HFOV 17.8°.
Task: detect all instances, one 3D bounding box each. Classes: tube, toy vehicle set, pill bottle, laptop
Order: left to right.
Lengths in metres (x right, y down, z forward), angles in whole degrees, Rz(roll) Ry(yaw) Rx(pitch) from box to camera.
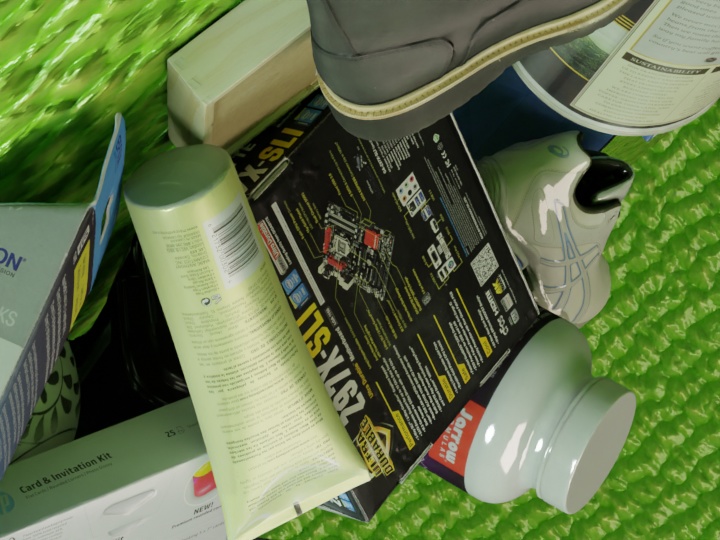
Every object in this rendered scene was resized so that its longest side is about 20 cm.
[{"bbox_3d":[-0.056,0.038,1.056,0.058,0.201,0.052,-3,-145,24],"label":"tube"},{"bbox_3d":[-0.003,-0.126,1.046,0.200,0.027,0.124,-39,173,-12],"label":"toy vehicle set"},{"bbox_3d":[0.033,-0.059,1.323,0.200,0.116,0.187,-35,172,-36],"label":"laptop"},{"bbox_3d":[0.052,0.057,1.304,0.113,0.199,0.113,-47,154,-32],"label":"pill bottle"}]

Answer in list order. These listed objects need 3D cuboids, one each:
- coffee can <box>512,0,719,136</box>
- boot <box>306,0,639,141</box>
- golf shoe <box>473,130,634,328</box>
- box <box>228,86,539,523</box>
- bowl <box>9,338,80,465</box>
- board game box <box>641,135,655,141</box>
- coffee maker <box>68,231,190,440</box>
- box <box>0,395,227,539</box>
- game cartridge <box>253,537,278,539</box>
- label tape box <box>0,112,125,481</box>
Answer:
[{"bbox_3d":[0.161,-0.170,1.146,0.146,0.147,0.200,-37,173,-22],"label":"coffee can"},{"bbox_3d":[0.059,-0.150,0.942,0.200,0.077,0.139,-41,152,-8],"label":"boot"},{"bbox_3d":[0.128,-0.024,1.360,0.097,0.079,0.200,-28,156,15],"label":"golf shoe"},{"bbox_3d":[0.000,0.000,1.155,0.049,0.201,0.160,15,-127,44],"label":"box"},{"bbox_3d":[-0.204,0.097,1.129,0.200,0.094,0.201,-39,173,-6],"label":"bowl"},{"bbox_3d":[0.189,-0.181,1.292,0.199,0.136,0.035,-36,169,-24],"label":"board game box"},{"bbox_3d":[-0.106,0.095,1.248,0.134,0.193,0.200,-13,156,-38],"label":"coffee maker"},{"bbox_3d":[-0.138,0.163,1.130,0.155,0.041,0.201,-20,142,-35],"label":"box"},{"bbox_3d":[-0.096,0.210,1.294,0.199,0.038,0.130,-2,-122,57],"label":"game cartridge"},{"bbox_3d":[-0.165,0.033,0.964,0.143,0.066,0.201,118,-6,-74],"label":"label tape box"}]
